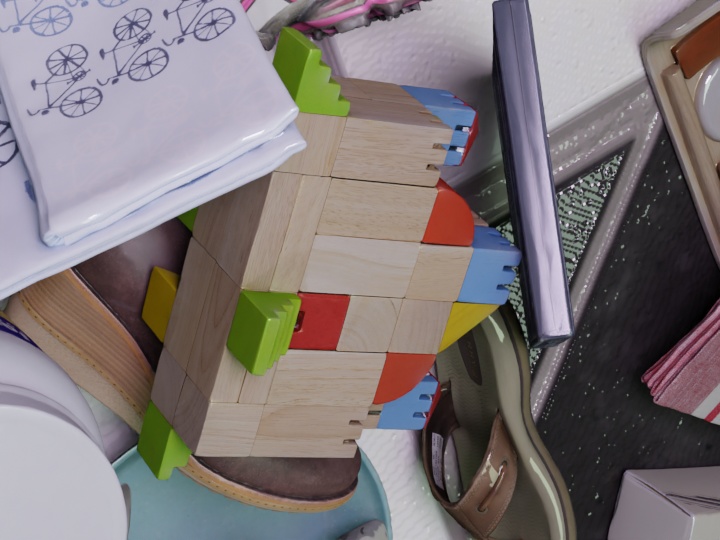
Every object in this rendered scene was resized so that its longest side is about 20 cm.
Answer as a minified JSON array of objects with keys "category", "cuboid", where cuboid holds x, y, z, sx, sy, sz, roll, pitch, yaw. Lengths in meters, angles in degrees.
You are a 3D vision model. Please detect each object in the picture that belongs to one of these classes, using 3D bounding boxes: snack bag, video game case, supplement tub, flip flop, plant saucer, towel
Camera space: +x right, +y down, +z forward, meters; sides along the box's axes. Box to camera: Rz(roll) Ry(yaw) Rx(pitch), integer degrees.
[{"category":"snack bag","cuboid":[-0.134,-0.059,0.777,0.200,0.189,0.021,-27,131,0]},{"category":"video game case","cuboid":[0.077,-0.037,0.912,0.019,0.200,0.143,-8,86,2]},{"category":"supplement tub","cuboid":[-0.190,0.074,0.803,0.145,0.200,0.145,-12,114,-28]},{"category":"flip flop","cuboid":[0.061,0.093,1.035,0.058,0.081,0.200,-27,117,-30]},{"category":"plant saucer","cuboid":[-0.078,0.154,1.004,0.200,0.036,0.200,-12,115,-27]},{"category":"towel","cuboid":[0.264,0.039,1.136,0.200,0.023,0.144,20,117,-44]}]

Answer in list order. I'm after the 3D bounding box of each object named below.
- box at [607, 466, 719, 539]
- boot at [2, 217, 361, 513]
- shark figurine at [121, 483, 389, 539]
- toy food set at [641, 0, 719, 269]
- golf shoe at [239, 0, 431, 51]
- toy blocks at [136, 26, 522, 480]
[{"category":"box","cuboid":[0.245,0.162,1.183,0.200,0.068,0.082,-1,109,-32]},{"category":"boot","cuboid":[-0.041,0.013,0.882,0.200,0.072,0.166,33,115,-23]},{"category":"shark figurine","cuboid":[-0.076,0.178,0.951,0.214,0.089,0.128,12,68,-42]},{"category":"toy food set","cuboid":[0.247,-0.088,1.091,0.143,0.060,0.200,-35,123,-15]},{"category":"golf shoe","cuboid":[-0.061,-0.134,0.887,0.200,0.073,0.092,-24,101,-22]},{"category":"toy blocks","cuboid":[0.000,0.000,0.824,0.137,0.100,0.200,3,114,-32]}]
